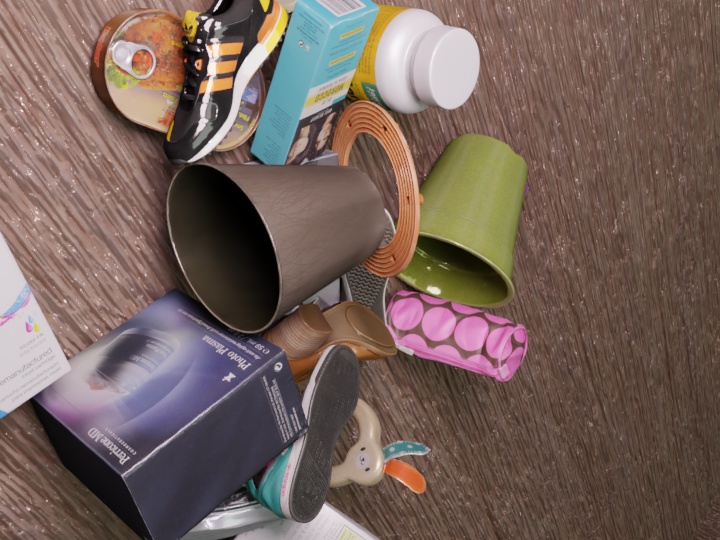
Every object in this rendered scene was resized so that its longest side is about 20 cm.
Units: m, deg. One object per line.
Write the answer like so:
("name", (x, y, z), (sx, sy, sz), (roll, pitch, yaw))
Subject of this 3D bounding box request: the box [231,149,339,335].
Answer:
("box", (-0.097, -0.034, 1.025), (0.158, 0.048, 0.201), (-20, 121, -40))

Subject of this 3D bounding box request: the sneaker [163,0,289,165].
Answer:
("sneaker", (-0.151, -0.202, 0.830), (0.090, 0.070, 0.201), (41, 71, -43))

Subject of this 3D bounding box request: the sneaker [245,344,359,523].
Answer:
("sneaker", (-0.077, 0.178, 0.971), (0.084, 0.120, 0.201), (40, 58, -39))

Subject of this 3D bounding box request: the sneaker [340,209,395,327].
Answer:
("sneaker", (0.000, 0.000, 1.123), (0.072, 0.085, 0.201), (-2, 117, -15))

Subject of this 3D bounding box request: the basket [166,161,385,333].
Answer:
("basket", (-0.076, -0.044, 0.903), (0.200, 0.181, 0.136), (-20, 163, -50))

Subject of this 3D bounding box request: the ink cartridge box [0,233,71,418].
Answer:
("ink cartridge box", (-0.365, 0.040, 0.739), (0.144, 0.084, 0.201), (-38, 130, -30))

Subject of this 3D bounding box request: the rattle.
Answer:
("rattle", (-0.022, 0.214, 1.096), (0.130, 0.199, 0.143), (-47, 135, -22))

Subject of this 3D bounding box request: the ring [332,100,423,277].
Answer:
("ring", (0.018, -0.092, 0.973), (0.019, 0.200, 0.202), (-11, 116, -26))

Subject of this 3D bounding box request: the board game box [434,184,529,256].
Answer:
("board game box", (0.183, -0.080, 1.323), (0.120, 0.032, 0.201), (43, 75, -43))

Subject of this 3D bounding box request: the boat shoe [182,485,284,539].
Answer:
("boat shoe", (-0.152, 0.273, 1.017), (0.199, 0.071, 0.072), (-10, 155, -10))

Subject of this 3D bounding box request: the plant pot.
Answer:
("plant pot", (0.147, -0.078, 1.184), (0.200, 0.199, 0.191), (48, 59, -46))

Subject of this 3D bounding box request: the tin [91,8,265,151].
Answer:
("tin", (-0.182, -0.191, 0.874), (0.199, 0.042, 0.113), (16, 90, -50))

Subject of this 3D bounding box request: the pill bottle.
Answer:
("pill bottle", (0.031, -0.237, 0.958), (0.112, 0.199, 0.114), (-22, 122, -40))

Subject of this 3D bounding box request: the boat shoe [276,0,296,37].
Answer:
("boat shoe", (-0.029, -0.339, 0.952), (0.202, 0.073, 0.063), (-53, 146, -15))

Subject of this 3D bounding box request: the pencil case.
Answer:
("pencil case", (0.130, 0.096, 1.212), (0.094, 0.199, 0.091), (-49, 142, -43))

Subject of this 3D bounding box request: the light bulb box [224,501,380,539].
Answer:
("light bulb box", (-0.082, 0.391, 1.089), (0.199, 0.199, 0.125), (-55, -178, -13))

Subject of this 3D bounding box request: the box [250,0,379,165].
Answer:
("box", (-0.052, -0.199, 0.913), (0.082, 0.049, 0.200), (-36, 160, -42))

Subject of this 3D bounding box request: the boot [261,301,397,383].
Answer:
("boot", (-0.058, 0.113, 1.069), (0.155, 0.077, 0.199), (-43, 153, 26))

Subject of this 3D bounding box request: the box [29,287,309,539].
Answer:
("box", (-0.196, 0.143, 0.878), (0.198, 0.199, 0.124), (-38, 132, -30))
